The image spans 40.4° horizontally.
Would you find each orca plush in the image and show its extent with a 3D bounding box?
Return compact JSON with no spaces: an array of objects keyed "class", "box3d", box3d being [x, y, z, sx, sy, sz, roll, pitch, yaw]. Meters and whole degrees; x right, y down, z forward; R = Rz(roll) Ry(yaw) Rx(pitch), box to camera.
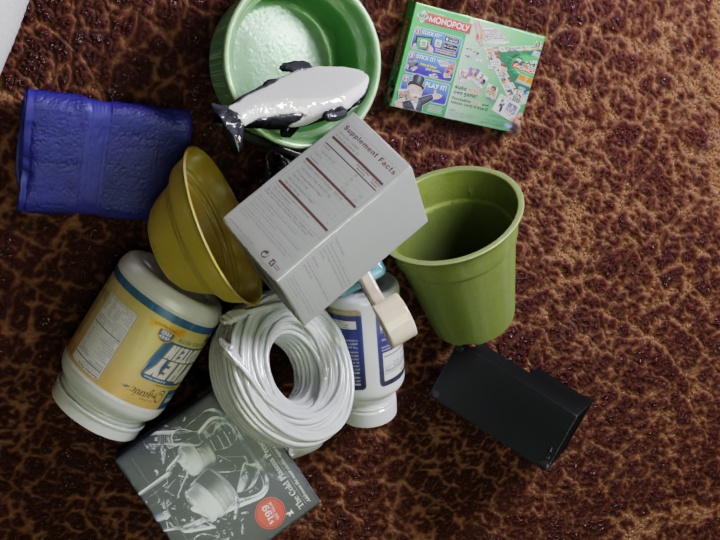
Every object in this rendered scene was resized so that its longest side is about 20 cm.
[{"class":"orca plush","box3d":[-0.074,-0.166,1.083,0.200,0.105,0.072,-40,156,-41]}]

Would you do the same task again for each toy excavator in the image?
[{"class":"toy excavator","box3d":[0.000,0.000,1.233,0.099,0.194,0.201,-30,89,-9]}]

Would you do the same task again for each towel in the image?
[{"class":"towel","box3d":[-0.308,-0.136,1.173,0.198,0.050,0.149,4,115,-23]}]

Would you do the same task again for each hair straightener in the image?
[{"class":"hair straightener","box3d":[-0.103,-0.144,1.249,0.199,0.041,0.078,28,84,-33]}]

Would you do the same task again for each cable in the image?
[{"class":"cable","box3d":[-0.095,0.124,1.221,0.199,0.069,0.202,-28,94,-50]}]

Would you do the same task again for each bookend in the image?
[{"class":"bookend","box3d":[0.230,0.190,1.463,0.199,0.198,0.093,31,100,17]}]

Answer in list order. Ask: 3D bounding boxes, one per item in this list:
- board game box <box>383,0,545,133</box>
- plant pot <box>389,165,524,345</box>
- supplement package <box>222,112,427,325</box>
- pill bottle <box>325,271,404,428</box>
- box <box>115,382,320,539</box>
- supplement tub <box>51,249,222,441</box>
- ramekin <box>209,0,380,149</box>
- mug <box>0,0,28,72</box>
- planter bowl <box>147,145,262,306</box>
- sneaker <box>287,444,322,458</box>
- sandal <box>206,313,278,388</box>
[{"class":"board game box","box3d":[0.139,-0.267,1.301,0.198,0.029,0.136,8,106,-23]},{"class":"plant pot","box3d":[0.136,-0.006,1.329,0.198,0.200,0.191,-27,130,-9]},{"class":"supplement package","box3d":[-0.037,-0.059,1.134,0.199,0.117,0.117,-39,149,-9]},{"class":"pill bottle","box3d":[0.004,0.109,1.348,0.110,0.111,0.203,-11,114,-16]},{"class":"box","box3d":[-0.183,0.262,1.252,0.181,0.104,0.201,-35,96,-11]},{"class":"supplement tub","box3d":[-0.278,0.093,1.214,0.144,0.145,0.201,30,98,-28]},{"class":"ramekin","box3d":[-0.084,-0.247,1.164,0.198,0.097,0.203,-4,99,-27]},{"class":"mug","box3d":[-0.433,-0.319,0.998,0.198,0.148,0.177,21,83,-12]},{"class":"planter bowl","box3d":[-0.196,-0.039,1.162,0.083,0.201,0.202,-21,118,9]},{"class":"sneaker","box3d":[-0.138,0.251,1.361,0.197,0.089,0.076,-3,111,-19]},{"class":"sandal","box3d":[-0.152,0.123,1.326,0.048,0.075,0.202,-52,126,-35]}]
